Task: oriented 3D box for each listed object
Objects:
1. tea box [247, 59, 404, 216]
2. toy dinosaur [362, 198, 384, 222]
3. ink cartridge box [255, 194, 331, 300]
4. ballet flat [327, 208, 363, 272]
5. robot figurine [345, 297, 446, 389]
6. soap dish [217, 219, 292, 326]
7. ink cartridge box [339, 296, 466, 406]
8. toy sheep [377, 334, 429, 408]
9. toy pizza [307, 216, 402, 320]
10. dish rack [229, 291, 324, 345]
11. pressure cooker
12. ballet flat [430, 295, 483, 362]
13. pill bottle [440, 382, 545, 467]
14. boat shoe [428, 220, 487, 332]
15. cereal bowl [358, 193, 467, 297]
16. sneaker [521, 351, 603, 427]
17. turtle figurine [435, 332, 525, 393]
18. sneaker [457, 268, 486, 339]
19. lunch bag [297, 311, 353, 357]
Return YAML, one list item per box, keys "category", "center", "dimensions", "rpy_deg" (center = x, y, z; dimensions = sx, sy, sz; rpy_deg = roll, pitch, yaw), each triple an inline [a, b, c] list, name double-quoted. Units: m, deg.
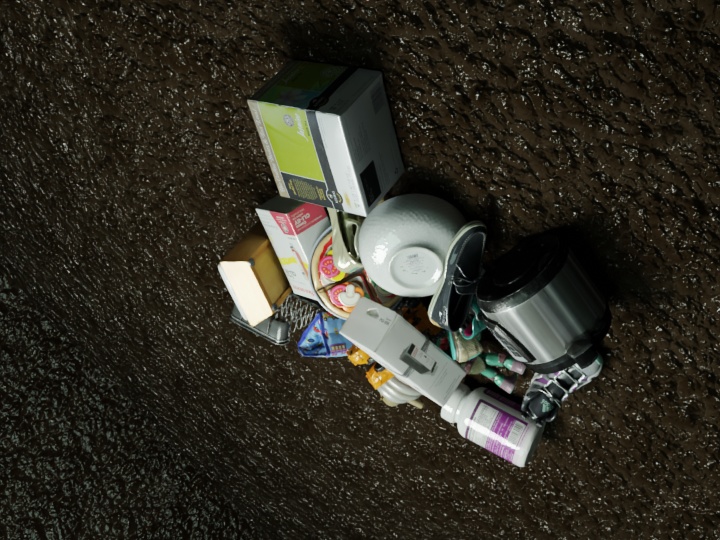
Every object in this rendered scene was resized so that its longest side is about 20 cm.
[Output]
- category: "tea box"
  center: [-0.054, -0.222, 1.397]
  dimensions: [0.195, 0.134, 0.202]
  rpy_deg: [16, 140, 31]
- category: "toy dinosaur"
  center: [0.073, -0.062, 1.508]
  dimensions: [0.199, 0.058, 0.101]
  rpy_deg: [40, 115, 4]
- category: "ink cartridge box"
  center: [-0.107, -0.048, 1.650]
  dimensions: [0.145, 0.083, 0.202]
  rpy_deg: [14, 132, 57]
- category: "ballet flat"
  center: [-0.022, -0.098, 1.515]
  dimensions: [0.069, 0.069, 0.203]
  rpy_deg: [-4, 95, 48]
- category: "robot figurine"
  center: [0.074, 0.134, 1.670]
  dimensions: [0.145, 0.199, 0.058]
  rpy_deg: [50, -179, -24]
- category: "soap dish"
  center: [-0.194, -0.007, 1.731]
  dimensions: [0.080, 0.200, 0.159]
  rpy_deg: [-6, 120, 32]
- category: "ink cartridge box"
  center: [0.076, 0.149, 1.549]
  dimensions: [0.199, 0.083, 0.146]
  rpy_deg: [39, 172, -29]
- category: "toy sheep"
  center: [0.099, 0.210, 1.772]
  dimensions: [0.137, 0.138, 0.201]
  rpy_deg: [33, 118, 10]
- category: "toy pizza"
  center: [0.000, 0.000, 1.575]
  dimensions: [0.200, 0.200, 0.032]
  rpy_deg: [47, -176, -12]
- category: "dish rack"
  center: [-0.168, 0.083, 1.825]
  dimensions: [0.152, 0.199, 0.055]
  rpy_deg: [25, 116, 25]
- category: "pressure cooker"
  center: [0.303, 0.066, 1.343]
  dimensions: [0.178, 0.177, 0.201]
  rpy_deg: [-22, 115, 46]
- category: "ballet flat"
  center: [0.176, 0.072, 1.553]
  dimensions: [0.068, 0.074, 0.202]
  rpy_deg: [89, 162, -63]
- category: "pill bottle"
  center: [0.270, 0.310, 1.726]
  dimensions: [0.198, 0.113, 0.113]
  rpy_deg: [25, 145, 22]
- category: "boat shoe"
  center: [0.172, 0.013, 1.402]
  dimensions: [0.062, 0.074, 0.202]
  rpy_deg: [44, 123, 47]
- category: "cereal bowl"
  center: [0.094, -0.028, 1.444]
  dimensions: [0.197, 0.084, 0.202]
  rpy_deg: [2, 130, 2]
- category: "sneaker"
  center: [0.352, 0.220, 1.506]
  dimensions: [0.077, 0.140, 0.200]
  rpy_deg: [37, 148, 4]
- category: "turtle figurine"
  center: [0.218, 0.158, 1.616]
  dimensions: [0.198, 0.101, 0.150]
  rpy_deg: [27, 152, 5]
- category: "sneaker"
  center: [0.235, 0.081, 1.479]
  dimensions: [0.199, 0.121, 0.084]
  rpy_deg: [33, 147, 11]
- category: "lunch bag"
  center: [-0.042, 0.150, 1.814]
  dimensions: [0.200, 0.148, 0.095]
  rpy_deg: [139, 121, -63]
